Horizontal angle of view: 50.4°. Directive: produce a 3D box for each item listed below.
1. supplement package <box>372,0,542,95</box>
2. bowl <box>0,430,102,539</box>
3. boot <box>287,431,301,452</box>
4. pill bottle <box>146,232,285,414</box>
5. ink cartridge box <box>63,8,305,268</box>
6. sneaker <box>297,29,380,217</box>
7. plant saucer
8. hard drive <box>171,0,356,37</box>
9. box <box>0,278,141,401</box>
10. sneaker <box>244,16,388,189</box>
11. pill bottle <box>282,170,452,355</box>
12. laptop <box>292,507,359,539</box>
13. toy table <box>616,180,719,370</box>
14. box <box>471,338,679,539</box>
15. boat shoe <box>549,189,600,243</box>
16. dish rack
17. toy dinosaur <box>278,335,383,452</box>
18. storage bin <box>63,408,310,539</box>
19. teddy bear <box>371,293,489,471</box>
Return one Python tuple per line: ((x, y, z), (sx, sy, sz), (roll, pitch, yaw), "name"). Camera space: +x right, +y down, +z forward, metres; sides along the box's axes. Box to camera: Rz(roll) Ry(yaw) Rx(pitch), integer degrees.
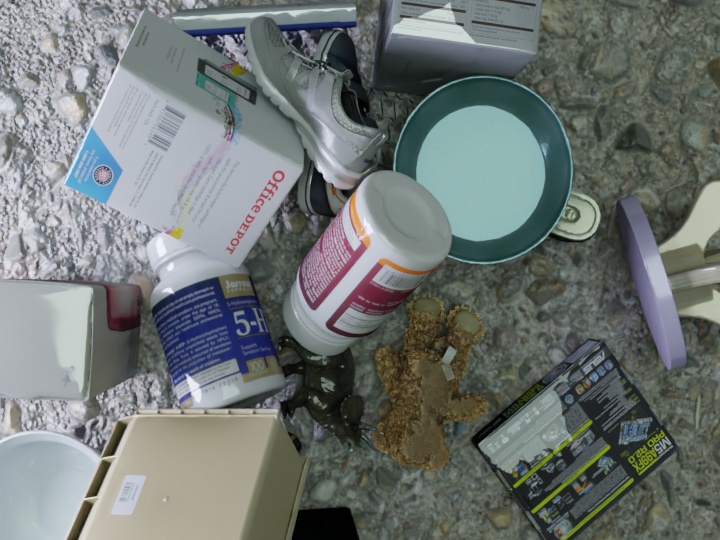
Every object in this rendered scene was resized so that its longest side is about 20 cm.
((0.100, -0.273, 0.846), (0.151, 0.200, 0.114), (6, 88, -4), "supplement package")
((-0.337, 0.272, 0.849), (0.195, 0.090, 0.207), (0, 90, 4), "bowl")
((-0.179, 0.216, 0.882), (0.198, 0.078, 0.139), (-34, 69, -21), "boot")
((-0.168, 0.055, 0.853), (0.117, 0.120, 0.204), (-20, 79, -4), "pill bottle")
((-0.175, -0.135, 0.799), (0.197, 0.148, 0.147), (27, 121, -23), "ink cartridge box")
((-0.014, -0.160, 0.844), (0.078, 0.078, 0.206), (9, 95, 27), "sneaker")
((0.133, -0.109, 0.841), (0.194, 0.036, 0.206), (0, 89, 4), "plant saucer")
((-0.106, -0.287, 0.869), (0.194, 0.132, 0.026), (-4, 111, -4), "hard drive")
((-0.317, 0.066, 0.807), (0.124, 0.200, 0.112), (4, 89, -4), "box")
((-0.042, -0.185, 0.781), (0.082, 0.074, 0.202), (-38, 83, 22), "sneaker")
((0.000, 0.000, 0.816), (0.112, 0.200, 0.116), (20, 46, -23), "pill bottle")
((-0.098, 0.351, 0.820), (0.115, 0.187, 0.202), (33, 92, -11), "laptop")
((0.380, 0.001, 0.876), (0.114, 0.184, 0.205), (-16, 102, 12), "toy table")
((0.256, 0.208, 0.918), (0.199, 0.044, 0.161), (-38, 91, -4), "box")
((0.190, -0.090, 0.916), (0.197, 0.068, 0.073), (29, 94, 14), "boat shoe")
((0.034, -0.142, 0.899), (0.195, 0.055, 0.157), (15, 87, 7), "dish rack")
((-0.044, 0.122, 0.896), (0.100, 0.077, 0.205), (-4, 67, -15), "toy dinosaur")
((-0.171, 0.244, 0.738), (0.193, 0.095, 0.203), (-3, 44, 17), "storage bin")
((0.081, 0.130, 0.907), (0.141, 0.067, 0.206), (2, 82, -13), "teddy bear")
